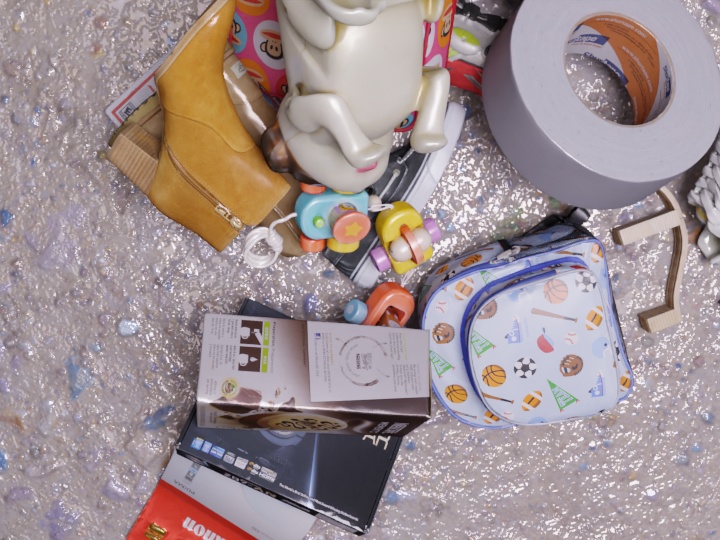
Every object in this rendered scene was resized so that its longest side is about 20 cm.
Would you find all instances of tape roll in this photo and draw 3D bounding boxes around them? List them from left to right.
[{"bbox_3d":[0.207,-0.158,0.736,0.197,0.066,0.203,4,74,-14],"label":"tape roll"}]

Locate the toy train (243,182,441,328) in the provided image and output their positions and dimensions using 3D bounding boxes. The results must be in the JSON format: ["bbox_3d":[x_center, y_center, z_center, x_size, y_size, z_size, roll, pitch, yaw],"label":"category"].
[{"bbox_3d":[0.000,0.000,0.770,0.199,0.056,0.151,34,100,-36],"label":"toy train"}]

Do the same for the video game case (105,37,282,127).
[{"bbox_3d":[-0.133,-0.168,0.845,0.200,0.017,0.143,-41,94,5],"label":"video game case"}]

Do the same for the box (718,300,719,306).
[{"bbox_3d":[0.492,0.028,0.841,0.193,0.048,0.200,43,96,-2],"label":"box"}]

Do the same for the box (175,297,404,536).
[{"bbox_3d":[-0.056,0.141,0.832,0.198,0.044,0.162,25,68,-1],"label":"box"}]

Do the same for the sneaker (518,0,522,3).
[{"bbox_3d":[0.188,-0.280,0.804,0.197,0.075,0.071,7,71,-22],"label":"sneaker"}]

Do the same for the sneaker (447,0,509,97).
[{"bbox_3d":[0.072,-0.212,0.807,0.199,0.085,0.077,34,56,5],"label":"sneaker"}]

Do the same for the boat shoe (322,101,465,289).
[{"bbox_3d":[0.029,-0.080,0.824,0.070,0.072,0.202,30,97,-4],"label":"boat shoe"}]

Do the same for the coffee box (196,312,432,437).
[{"bbox_3d":[-0.044,0.098,0.765,0.197,0.113,0.081,4,69,-9],"label":"coffee box"}]

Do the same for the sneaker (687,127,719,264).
[{"bbox_3d":[0.344,-0.078,0.776,0.080,0.077,0.201,-24,134,5],"label":"sneaker"}]

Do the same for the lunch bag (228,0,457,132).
[{"bbox_3d":[-0.019,-0.225,0.731,0.198,0.082,0.178,22,137,15],"label":"lunch bag"}]

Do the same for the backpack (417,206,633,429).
[{"bbox_3d":[0.148,0.062,0.805,0.188,0.154,0.203,-13,98,11],"label":"backpack"}]

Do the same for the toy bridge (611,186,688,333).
[{"bbox_3d":[0.283,-0.044,0.846,0.066,0.027,0.203,-19,96,1],"label":"toy bridge"}]

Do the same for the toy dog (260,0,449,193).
[{"bbox_3d":[-0.018,-0.148,0.647,0.193,0.139,0.202,38,139,27],"label":"toy dog"}]

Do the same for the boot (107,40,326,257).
[{"bbox_3d":[-0.121,-0.090,0.802,0.174,0.066,0.201,-29,107,34],"label":"boot"}]

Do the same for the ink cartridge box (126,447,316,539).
[{"bbox_3d":[-0.132,0.241,0.877,0.159,0.047,0.201,31,95,-2],"label":"ink cartridge box"}]

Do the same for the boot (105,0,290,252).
[{"bbox_3d":[-0.113,-0.118,0.724,0.143,0.071,0.201,35,120,-12],"label":"boot"}]
